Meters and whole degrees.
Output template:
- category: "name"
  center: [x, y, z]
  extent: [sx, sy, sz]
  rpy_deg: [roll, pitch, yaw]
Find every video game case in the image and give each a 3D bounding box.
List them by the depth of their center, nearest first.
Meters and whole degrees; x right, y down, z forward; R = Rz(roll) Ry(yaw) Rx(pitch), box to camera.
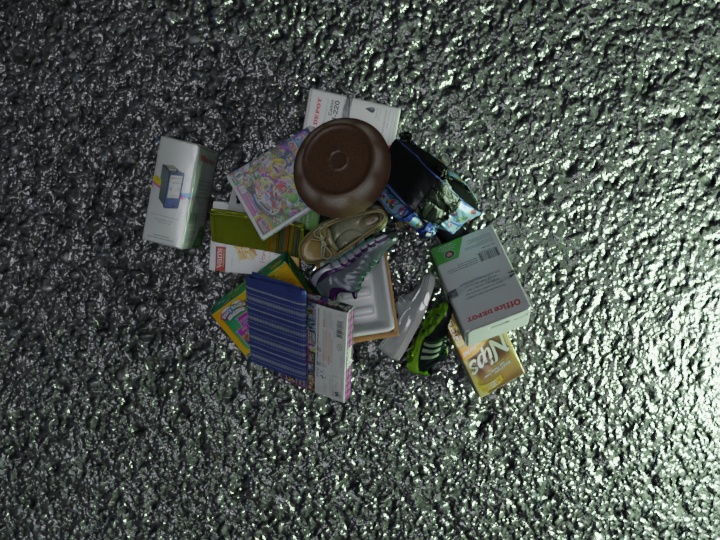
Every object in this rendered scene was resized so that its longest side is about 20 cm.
- category: "video game case"
  center: [-0.145, -0.173, 1.156]
  extent: [0.197, 0.018, 0.146]
  rpy_deg: [-32, 84, -8]
- category: "video game case"
  center: [-0.097, 0.145, 1.175]
  extent: [0.176, 0.036, 0.207]
  rpy_deg: [14, 116, 25]

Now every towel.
- category: "towel"
  center: [-0.165, 0.112, 1.172]
  extent: [0.141, 0.024, 0.207]
  rpy_deg: [15, 117, 24]
- category: "towel"
  center: [-0.212, -0.074, 1.206]
  extent: [0.193, 0.018, 0.088]
  rpy_deg: [10, 130, -2]

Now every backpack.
- category: "backpack"
  center: [0.136, -0.148, 1.159]
  extent: [0.197, 0.184, 0.136]
  rpy_deg: [26, 109, -43]

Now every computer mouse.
- category: "computer mouse"
  center: [0.145, -0.119, 1.260]
  extent: [0.138, 0.046, 0.204]
  rpy_deg: [-31, 94, 0]

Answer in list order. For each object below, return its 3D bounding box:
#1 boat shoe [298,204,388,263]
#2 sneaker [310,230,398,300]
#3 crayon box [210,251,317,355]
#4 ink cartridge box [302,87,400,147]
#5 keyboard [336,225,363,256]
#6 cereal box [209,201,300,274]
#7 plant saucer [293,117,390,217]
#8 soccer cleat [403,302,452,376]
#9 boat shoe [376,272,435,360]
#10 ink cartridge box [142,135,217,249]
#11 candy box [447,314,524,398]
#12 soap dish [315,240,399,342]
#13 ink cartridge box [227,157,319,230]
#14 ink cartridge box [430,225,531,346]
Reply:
- category: "boat shoe"
  center: [-0.037, -0.072, 1.164]
  extent: [0.195, 0.063, 0.075]
  rpy_deg: [-22, 94, 6]
- category: "sneaker"
  center: [0.000, 0.000, 1.163]
  extent: [0.196, 0.074, 0.089]
  rpy_deg: [-30, 87, 11]
- category: "crayon box"
  center: [-0.200, 0.071, 1.232]
  extent: [0.197, 0.059, 0.120]
  rpy_deg: [-34, 112, 8]
- category: "ink cartridge box"
  center: [-0.024, -0.280, 1.227]
  extent: [0.193, 0.085, 0.151]
  rpy_deg: [11, 94, 0]
- category: "keyboard"
  center: [-0.029, -0.135, 1.194]
  extent: [0.054, 0.011, 0.208]
  rpy_deg: [-6, 95, 5]
- category: "cereal box"
  center: [-0.222, -0.065, 1.257]
  extent: [0.192, 0.040, 0.150]
  rpy_deg: [4, 95, -3]
- category: "plant saucer"
  center: [-0.039, -0.204, 1.116]
  extent: [0.193, 0.037, 0.208]
  rpy_deg: [-3, 76, 10]
- category: "soccer cleat"
  center: [0.158, 0.146, 1.238]
  extent: [0.079, 0.069, 0.203]
  rpy_deg: [18, 129, -8]
- category: "boat shoe"
  center: [0.097, 0.090, 1.268]
  extent: [0.067, 0.072, 0.205]
  rpy_deg: [25, 102, -3]
- category: "ink cartridge box"
  center: [-0.362, -0.155, 1.195]
  extent: [0.084, 0.145, 0.207]
  rpy_deg: [13, 94, -1]
- category: "candy box"
  center: [0.260, 0.154, 1.276]
  extent: [0.113, 0.055, 0.205]
  rpy_deg: [-26, 93, -1]
- category: "soap dish"
  center: [-0.009, 0.048, 1.229]
  extent: [0.151, 0.081, 0.207]
  rpy_deg: [-8, 77, -1]
- category: "ink cartridge box"
  center: [-0.175, -0.161, 1.213]
  extent: [0.192, 0.068, 0.120]
  rpy_deg: [7, 57, -2]
- category: "ink cartridge box"
  center: [0.243, 0.032, 1.206]
  extent: [0.142, 0.085, 0.205]
  rpy_deg: [-19, 60, 2]
